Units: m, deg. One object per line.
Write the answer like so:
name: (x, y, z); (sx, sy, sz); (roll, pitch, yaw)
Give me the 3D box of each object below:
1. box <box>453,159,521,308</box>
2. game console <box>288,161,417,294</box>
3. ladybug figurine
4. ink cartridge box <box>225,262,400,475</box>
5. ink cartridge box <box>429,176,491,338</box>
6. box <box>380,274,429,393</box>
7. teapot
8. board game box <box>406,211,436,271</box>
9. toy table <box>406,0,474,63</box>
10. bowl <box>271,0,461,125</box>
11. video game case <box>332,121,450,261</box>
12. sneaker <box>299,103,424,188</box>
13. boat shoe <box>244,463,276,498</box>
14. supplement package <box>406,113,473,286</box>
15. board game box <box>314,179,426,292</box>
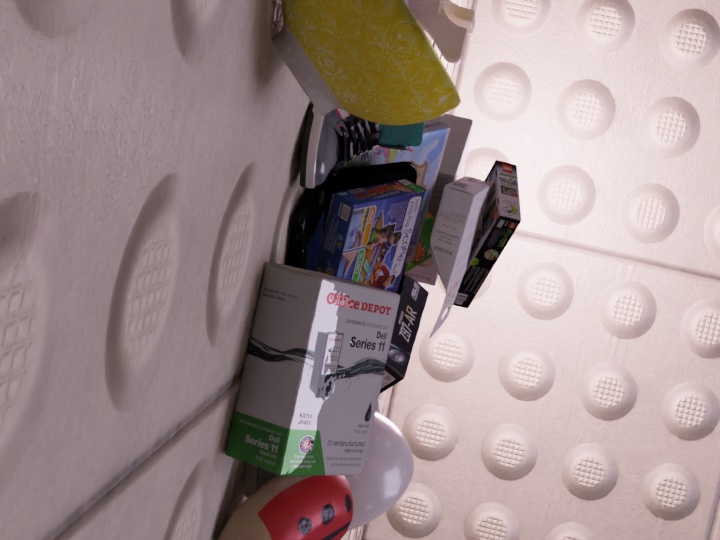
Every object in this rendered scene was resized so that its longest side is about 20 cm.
box: (0.175, -0.050, 1.710); (0.201, 0.034, 0.111); (116, -18, -47)
game console: (-0.012, -0.012, 1.389); (0.177, 0.115, 0.202); (-69, 167, -55)
ladybug figurine: (-0.075, 0.284, 1.298); (0.199, 0.072, 0.137); (-29, 138, -40)
ink cartridge box: (-0.047, 0.105, 1.229); (0.146, 0.082, 0.203); (12, 90, -52)
ink cartridge box: (0.120, -0.023, 1.609); (0.160, 0.047, 0.203); (-34, 142, -74)
box: (-0.004, 0.113, 1.546); (0.199, 0.043, 0.161); (-36, -156, 39)
teapot: (-0.028, 0.250, 1.633); (0.147, 0.196, 0.200); (62, -11, -18)
board game box: (0.029, -0.013, 1.617); (0.198, 0.030, 0.096); (-28, 151, -18)
toy table: (0.111, -0.402, 1.734); (0.200, 0.115, 0.187); (2, 100, -82)
bowl: (-0.011, -0.195, 1.008); (0.107, 0.201, 0.200); (-34, 175, 4)
video game case: (0.023, -0.082, 1.479); (0.181, 0.022, 0.202); (-17, 132, -41)
sneaker: (0.008, -0.153, 1.290); (0.084, 0.119, 0.201); (96, 10, -47)
boat shoe: (-0.083, 0.175, 1.335); (0.070, 0.070, 0.203); (-61, 162, -68)
supplement package: (0.067, -0.114, 1.729); (0.151, 0.150, 0.202); (-69, 169, -49)
board game box: (0.000, 0.000, 1.363); (0.135, 0.034, 0.202); (-15, 127, -49)
